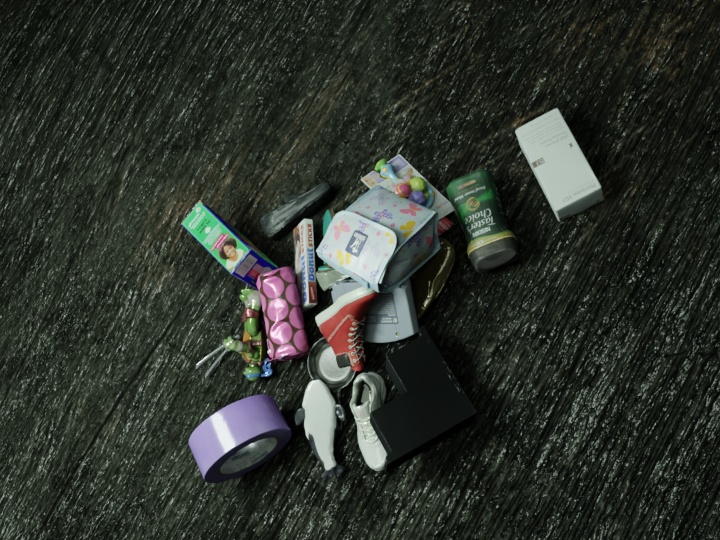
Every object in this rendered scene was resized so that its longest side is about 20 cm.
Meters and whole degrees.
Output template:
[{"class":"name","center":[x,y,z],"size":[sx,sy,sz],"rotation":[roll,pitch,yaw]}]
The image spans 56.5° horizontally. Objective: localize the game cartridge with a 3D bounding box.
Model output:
[{"class":"game cartridge","center":[0.030,0.084,1.401],"size":[0.199,0.041,0.135],"rotation":[-3,99,39]}]

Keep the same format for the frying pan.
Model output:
[{"class":"frying pan","center":[-0.042,0.232,1.441],"size":[0.114,0.031,0.191],"rotation":[-33,75,13]}]

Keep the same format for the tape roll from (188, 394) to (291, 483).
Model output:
[{"class":"tape roll","center":[-0.250,0.352,1.400],"size":[0.200,0.200,0.085],"rotation":[-39,64,8]}]

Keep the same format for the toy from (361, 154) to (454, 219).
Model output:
[{"class":"toy","center":[0.103,-0.179,1.465],"size":[0.115,0.047,0.200],"rotation":[-34,59,-16]}]

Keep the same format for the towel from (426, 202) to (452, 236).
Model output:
[{"class":"towel","center":[0.081,-0.083,1.444],"size":[0.199,0.023,0.145],"rotation":[-36,61,-18]}]

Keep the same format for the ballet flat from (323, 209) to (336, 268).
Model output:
[{"class":"ballet flat","center":[-0.045,-0.068,1.490],"size":[0.072,0.201,0.068],"rotation":[11,120,-11]}]

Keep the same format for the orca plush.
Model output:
[{"class":"orca plush","center":[-0.071,0.326,1.412],"size":[0.104,0.071,0.201],"rotation":[-25,85,4]}]

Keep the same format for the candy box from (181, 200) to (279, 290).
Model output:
[{"class":"candy box","center":[-0.294,-0.051,1.550],"size":[0.200,0.169,0.077],"rotation":[39,88,27]}]

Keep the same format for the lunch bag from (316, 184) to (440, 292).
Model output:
[{"class":"lunch bag","center":[0.036,-0.059,1.325],"size":[0.169,0.128,0.200],"rotation":[31,59,35]}]

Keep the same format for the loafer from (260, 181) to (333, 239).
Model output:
[{"class":"loafer","center":[-0.153,-0.151,1.574],"size":[0.200,0.068,0.071],"rotation":[-35,74,14]}]

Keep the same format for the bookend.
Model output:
[{"class":"bookend","center":[0.088,0.250,1.306],"size":[0.199,0.092,0.200],"rotation":[-27,66,-12]}]

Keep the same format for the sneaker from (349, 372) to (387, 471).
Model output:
[{"class":"sneaker","center":[0.013,0.303,1.359],"size":[0.077,0.099,0.202],"rotation":[-17,69,18]}]

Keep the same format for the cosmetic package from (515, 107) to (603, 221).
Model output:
[{"class":"cosmetic package","center":[0.401,-0.214,1.357],"size":[0.101,0.074,0.201],"rotation":[-28,65,14]}]

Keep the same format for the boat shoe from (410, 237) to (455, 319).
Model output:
[{"class":"boat shoe","center":[0.142,0.031,1.400],"size":[0.074,0.066,0.201],"rotation":[36,100,29]}]

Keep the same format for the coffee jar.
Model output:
[{"class":"coffee jar","center":[0.253,-0.099,1.380],"size":[0.103,0.085,0.202],"rotation":[-22,68,16]}]

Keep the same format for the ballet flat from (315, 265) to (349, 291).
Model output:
[{"class":"ballet flat","center":[0.000,0.000,1.478],"size":[0.198,0.067,0.064],"rotation":[-16,98,13]}]

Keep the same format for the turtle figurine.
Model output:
[{"class":"turtle figurine","center":[-0.284,0.144,1.506],"size":[0.198,0.144,0.196],"rotation":[-1,72,19]}]

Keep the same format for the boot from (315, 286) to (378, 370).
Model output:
[{"class":"boot","center":[-0.004,0.121,1.362],"size":[0.200,0.072,0.145],"rotation":[-42,69,47]}]

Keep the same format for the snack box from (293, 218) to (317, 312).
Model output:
[{"class":"snack box","center":[-0.127,-0.011,1.528],"size":[0.072,0.024,0.202],"rotation":[-33,57,57]}]

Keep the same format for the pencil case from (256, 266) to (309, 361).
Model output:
[{"class":"pencil case","center":[-0.174,0.097,1.472],"size":[0.093,0.091,0.202],"rotation":[-12,79,5]}]
